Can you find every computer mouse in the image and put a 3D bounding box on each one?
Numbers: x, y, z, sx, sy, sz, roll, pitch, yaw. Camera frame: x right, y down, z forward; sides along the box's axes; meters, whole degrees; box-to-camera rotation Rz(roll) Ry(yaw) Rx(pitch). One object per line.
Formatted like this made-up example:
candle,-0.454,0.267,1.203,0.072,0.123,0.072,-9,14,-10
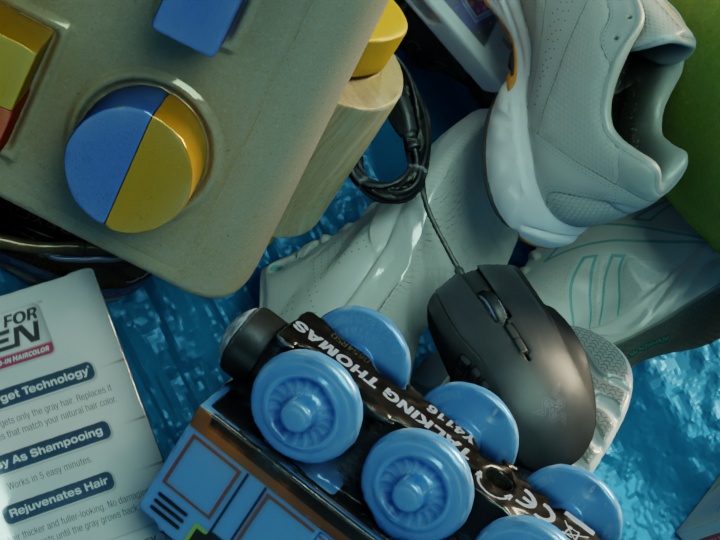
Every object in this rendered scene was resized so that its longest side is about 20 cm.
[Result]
computer mouse,0.043,-0.008,1.090,0.058,0.034,0.201,-24,77,-17

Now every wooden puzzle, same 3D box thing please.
wooden puzzle,-0.101,-0.097,0.994,0.199,0.186,0.046,25,25,-6

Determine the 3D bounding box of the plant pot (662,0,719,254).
plant pot,0.176,-0.104,1.183,0.186,0.200,0.188,-19,125,-29

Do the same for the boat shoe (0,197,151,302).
boat shoe,-0.171,-0.046,1.088,0.199,0.072,0.073,16,70,-19

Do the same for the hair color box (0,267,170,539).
hair color box,-0.128,0.111,1.069,0.100,0.060,0.201,-17,83,-27

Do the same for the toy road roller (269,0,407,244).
toy road roller,-0.093,-0.105,1.070,0.146,0.123,0.200,-14,57,-47

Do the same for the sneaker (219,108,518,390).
sneaker,0.000,0.000,1.151,0.200,0.088,0.075,-54,135,-29

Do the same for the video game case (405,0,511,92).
video game case,0.039,-0.193,1.122,0.200,0.018,0.144,45,64,-40

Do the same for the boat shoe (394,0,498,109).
boat shoe,0.038,-0.125,1.212,0.066,0.072,0.202,-24,99,-2

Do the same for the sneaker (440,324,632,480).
sneaker,0.044,0.108,1.124,0.075,0.082,0.200,37,80,16

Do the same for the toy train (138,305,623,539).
toy train,0.014,0.101,1.031,0.200,0.115,0.087,37,26,8

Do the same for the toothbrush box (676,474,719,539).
toothbrush box,0.262,0.069,1.208,0.086,0.146,0.200,44,63,-7

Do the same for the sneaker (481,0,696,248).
sneaker,0.101,-0.114,1.101,0.075,0.092,0.201,3,78,-46

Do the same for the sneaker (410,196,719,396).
sneaker,0.100,0.015,1.204,0.200,0.071,0.080,-24,63,-24
